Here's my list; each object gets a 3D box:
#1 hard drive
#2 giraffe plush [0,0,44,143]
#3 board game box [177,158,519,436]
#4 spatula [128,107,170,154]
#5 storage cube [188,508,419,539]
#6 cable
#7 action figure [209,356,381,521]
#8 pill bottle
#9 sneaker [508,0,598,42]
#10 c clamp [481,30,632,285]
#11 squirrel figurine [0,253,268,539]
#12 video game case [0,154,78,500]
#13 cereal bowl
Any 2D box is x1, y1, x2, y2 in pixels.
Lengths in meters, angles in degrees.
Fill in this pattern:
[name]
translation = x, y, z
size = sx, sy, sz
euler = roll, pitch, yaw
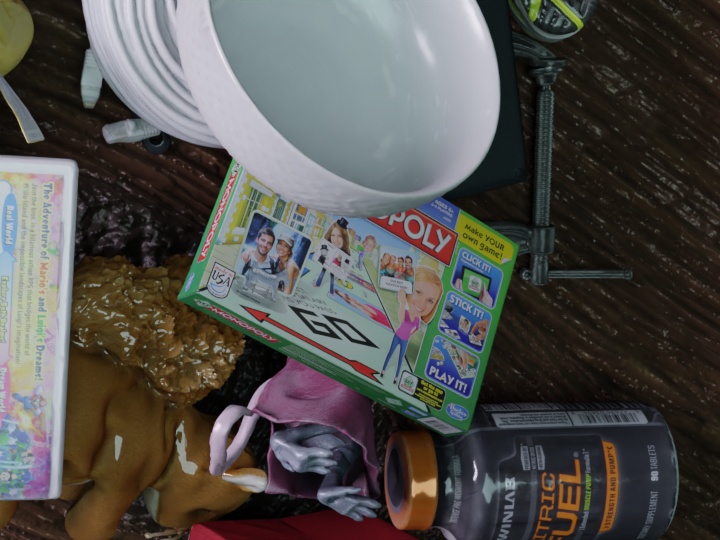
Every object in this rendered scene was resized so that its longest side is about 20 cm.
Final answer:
[hard drive]
translation = 0.012, -0.105, 0.852
size = 0.199, 0.033, 0.140
euler = -15, 106, -22
[giraffe plush]
translation = -0.297, -0.122, 0.777
size = 0.162, 0.173, 0.200
euler = -29, 75, 13
[board game box]
translation = 0.000, 0.000, 0.803
size = 0.200, 0.029, 0.135
euler = 29, 66, -25
[spatula]
translation = -0.166, -0.170, 0.867
size = 0.056, 0.021, 0.201
euler = -21, 106, -11
[storage cube]
translation = -0.018, 0.278, 0.881
size = 0.171, 0.180, 0.201
euler = 5, 103, -50
[cable]
translation = -0.080, -0.179, 0.851
size = 0.199, 0.069, 0.201
euler = -3, 101, -22
[action figure]
translation = -0.029, 0.063, 0.885
size = 0.148, 0.200, 0.134
euler = 5, 143, -10
[pill bottle]
translation = 0.120, 0.150, 0.959
size = 0.199, 0.106, 0.107
euler = 0, 101, -13
[sneaker]
translation = 0.100, -0.248, 0.896
size = 0.075, 0.076, 0.201
euler = -13, 86, -8
[c clamp]
translation = 0.109, -0.082, 0.955
size = 0.170, 0.027, 0.201
euler = -7, 104, -7
[squirrel figurine]
translation = -0.140, 0.088, 0.870
size = 0.186, 0.142, 0.200
euler = 23, 97, -23
[video game case]
translation = -0.255, 0.033, 0.735
size = 0.181, 0.024, 0.201
euler = 2, 100, -18
[cereal bowl]
translation = -0.021, -0.119, 0.750
size = 0.200, 0.083, 0.201
euler = 15, 64, -33
